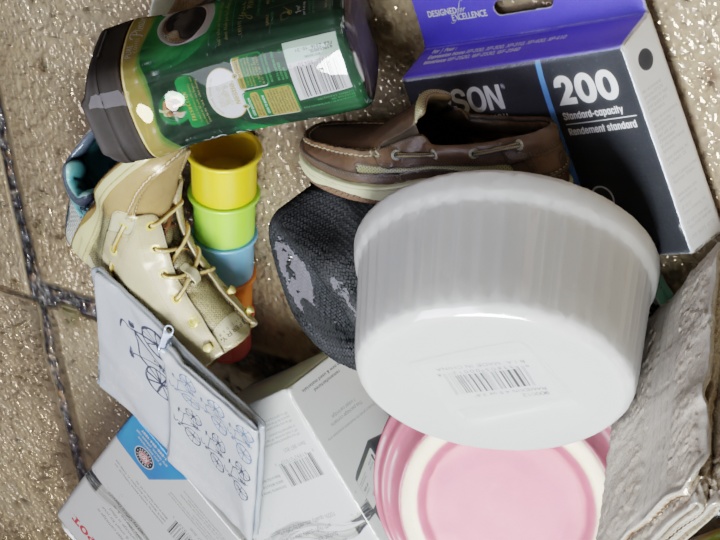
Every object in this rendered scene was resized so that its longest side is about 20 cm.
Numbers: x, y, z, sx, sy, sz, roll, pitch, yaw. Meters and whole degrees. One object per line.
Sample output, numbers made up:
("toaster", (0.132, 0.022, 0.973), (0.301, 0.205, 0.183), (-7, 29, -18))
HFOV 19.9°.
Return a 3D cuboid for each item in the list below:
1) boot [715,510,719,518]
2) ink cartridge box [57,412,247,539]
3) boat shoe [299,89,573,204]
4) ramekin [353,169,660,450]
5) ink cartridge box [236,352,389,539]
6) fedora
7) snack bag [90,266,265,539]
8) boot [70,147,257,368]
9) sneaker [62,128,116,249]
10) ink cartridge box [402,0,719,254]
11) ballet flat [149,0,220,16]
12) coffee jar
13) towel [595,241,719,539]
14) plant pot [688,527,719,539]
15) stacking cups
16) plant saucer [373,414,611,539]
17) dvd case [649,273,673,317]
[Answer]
("boot", (0.311, 0.172, 1.256), (0.201, 0.168, 0.076), (52, 135, 2))
("ink cartridge box", (-0.162, 0.204, 1.784), (0.145, 0.084, 0.200), (49, 138, 7))
("boat shoe", (0.048, -0.086, 1.348), (0.201, 0.075, 0.075), (9, 123, 28))
("ramekin", (0.089, 0.033, 1.307), (0.199, 0.098, 0.201), (6, 147, 4))
("ink cartridge box", (-0.024, 0.177, 1.638), (0.145, 0.084, 0.201), (-26, 97, 48))
("fedora", (0.000, 0.000, 1.461), (0.200, 0.091, 0.202), (40, 146, 34))
("snack bag", (-0.146, 0.103, 1.595), (0.200, 0.021, 0.189), (43, 154, 20))
("boot", (-0.135, -0.010, 1.537), (0.156, 0.073, 0.200), (50, 146, 6))
("sneaker", (-0.211, -0.074, 1.644), (0.078, 0.086, 0.200), (45, 138, 12))
("ink cartridge box", (0.121, -0.102, 1.349), (0.197, 0.043, 0.201), (-4, 113, 46))
("ballet flat", (-0.119, -0.194, 1.508), (0.200, 0.067, 0.073), (-44, 65, 52))
("coffee jar", (-0.091, -0.139, 1.413), (0.198, 0.105, 0.086), (-12, 123, 13))
("towel", (0.193, 0.088, 1.275), (0.034, 0.201, 0.133), (23, 139, -12))
("plant pot", (0.250, 0.275, 1.350), (0.199, 0.199, 0.182), (-28, 91, 36))
("stacking cups", (-0.106, -0.017, 1.615), (0.060, 0.060, 0.201), (28, 137, 27))
("plant saucer", (0.104, 0.157, 1.431), (0.199, 0.051, 0.202), (3, 108, 10))
("dvd case", (0.162, 0.075, 1.444), (0.200, 0.022, 0.147), (-27, 97, 49))
